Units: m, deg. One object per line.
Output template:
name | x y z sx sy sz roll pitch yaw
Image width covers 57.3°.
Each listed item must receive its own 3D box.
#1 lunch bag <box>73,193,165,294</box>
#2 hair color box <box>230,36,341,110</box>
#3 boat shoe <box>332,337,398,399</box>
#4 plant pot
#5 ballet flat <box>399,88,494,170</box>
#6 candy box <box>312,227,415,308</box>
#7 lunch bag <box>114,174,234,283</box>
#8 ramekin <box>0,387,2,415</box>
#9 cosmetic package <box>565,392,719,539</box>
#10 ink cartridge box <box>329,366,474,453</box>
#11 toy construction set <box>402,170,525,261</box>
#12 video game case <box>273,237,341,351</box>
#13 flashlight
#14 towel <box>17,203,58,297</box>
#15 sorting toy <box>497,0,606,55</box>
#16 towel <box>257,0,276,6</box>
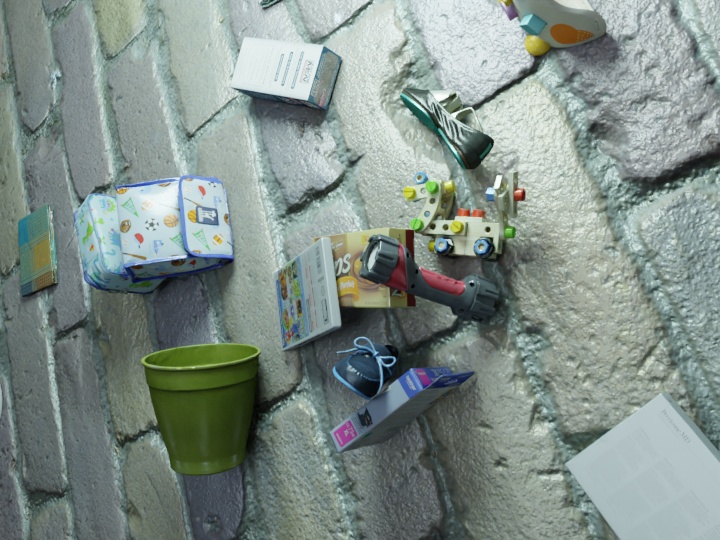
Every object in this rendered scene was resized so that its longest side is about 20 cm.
lunch bag | -0.479 -0.049 1.327 0.082 0.160 0.201 -38 62 30
hair color box | -0.138 -0.359 1.198 0.199 0.060 0.100 19 95 35
boat shoe | 0.011 0.131 0.948 0.084 0.200 0.069 39 95 5
plant pot | -0.267 0.240 1.138 0.200 0.200 0.194 0 95 34
ballet flat | 0.135 -0.226 0.993 0.068 0.068 0.200 -37 55 5
candy box | 0.000 0.000 1.019 0.200 0.055 0.116 -4 85 53
lunch bag | -0.346 -0.083 1.242 0.199 0.124 0.171 -8 75 -11
ramekin | -1.003 0.341 1.656 0.199 0.105 0.201 -6 80 33
cosmetic package | 0.367 0.270 0.777 0.151 0.052 0.200 -46 61 23
ink cartridge box | 0.061 0.191 0.952 0.200 0.119 0.042 -40 65 23
toy construction set | 0.153 -0.084 0.954 0.199 0.092 0.132 4 85 45
video game case | -0.092 0.045 1.084 0.200 0.018 0.144 -30 64 56
flashlight | 0.099 0.009 0.913 0.068 0.199 0.068 129 152 -47
towel | -0.793 -0.048 1.621 0.146 0.022 0.201 -17 76 32
sorting toy | 0.220 -0.401 0.891 0.107 0.180 0.201 -32 66 26
towel | -0.147 -0.623 1.260 0.149 0.031 0.201 -13 76 31
